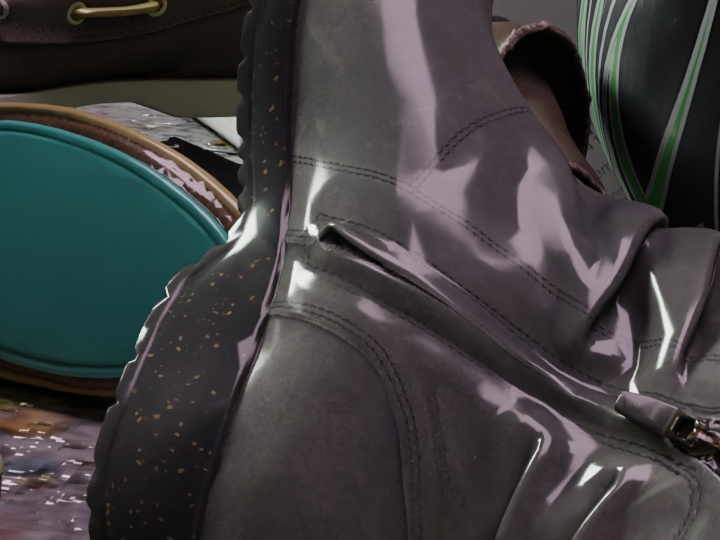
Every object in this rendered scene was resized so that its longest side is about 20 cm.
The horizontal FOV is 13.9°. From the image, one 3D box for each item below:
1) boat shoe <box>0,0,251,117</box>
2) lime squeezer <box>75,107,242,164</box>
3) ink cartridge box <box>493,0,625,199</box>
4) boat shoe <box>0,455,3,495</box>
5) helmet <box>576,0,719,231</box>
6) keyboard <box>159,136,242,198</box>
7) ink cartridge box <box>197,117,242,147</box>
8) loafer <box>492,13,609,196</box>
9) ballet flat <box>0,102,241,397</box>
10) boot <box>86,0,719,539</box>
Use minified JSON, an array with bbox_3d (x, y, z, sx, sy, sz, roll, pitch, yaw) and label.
[{"bbox_3d":[-0.099,-0.080,0.898,0.200,0.060,0.072,-4,21,-41],"label":"boat shoe"},{"bbox_3d":[-0.099,-0.025,0.913,0.071,0.038,0.200,42,20,10],"label":"lime squeezer"},{"bbox_3d":[0.076,-0.115,0.895,0.145,0.200,0.083,-35,15,0],"label":"ink cartridge box"},{"bbox_3d":[-0.123,0.002,0.636,0.075,0.075,0.202,-1,14,-31],"label":"boat shoe"},{"bbox_3d":[0.153,-0.061,0.781,0.200,0.191,0.200,32,23,-15],"label":"helmet"},{"bbox_3d":[0.000,0.000,0.812,0.127,0.021,0.200,-13,28,-41],"label":"keyboard"},{"bbox_3d":[-0.008,-0.123,1.166,0.125,0.129,0.200,3,13,-18],"label":"ink cartridge box"},{"bbox_3d":[0.029,-0.003,0.689,0.071,0.073,0.200,-2,27,19],"label":"loafer"},{"bbox_3d":[-0.101,-0.011,0.746,0.200,0.069,0.063,13,-1,23],"label":"ballet flat"},{"bbox_3d":[0.039,-0.008,0.569,0.132,0.200,0.070,7,-25,20],"label":"boot"}]
